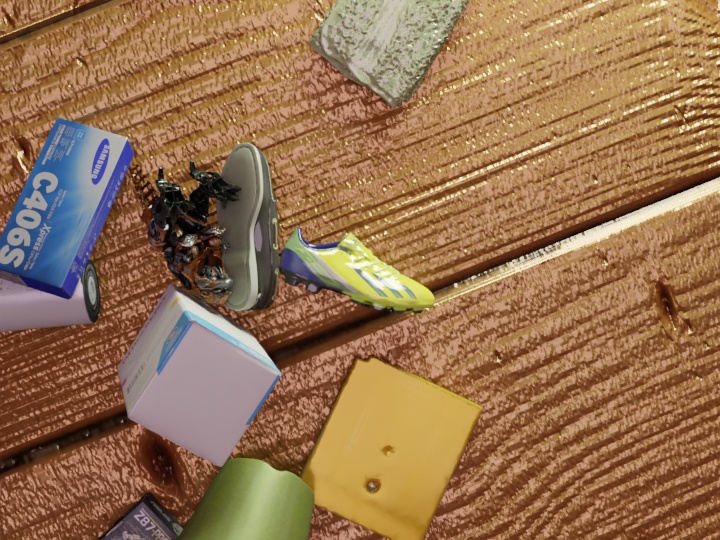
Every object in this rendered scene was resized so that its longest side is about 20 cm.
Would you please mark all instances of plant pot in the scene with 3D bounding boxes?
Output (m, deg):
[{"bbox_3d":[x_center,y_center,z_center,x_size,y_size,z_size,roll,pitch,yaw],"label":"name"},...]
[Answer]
[{"bbox_3d":[-0.140,0.331,1.173,0.199,0.200,0.191,22,56,-3],"label":"plant pot"}]

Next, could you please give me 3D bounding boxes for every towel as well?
[{"bbox_3d":[0.045,-0.317,1.229,0.148,0.036,0.201,33,91,-4],"label":"towel"}]

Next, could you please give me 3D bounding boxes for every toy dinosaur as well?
[{"bbox_3d":[-0.220,-0.052,1.198,0.199,0.102,0.136,34,131,4],"label":"toy dinosaur"}]

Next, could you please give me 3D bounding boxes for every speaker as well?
[{"bbox_3d":[-0.423,0.033,1.208,0.198,0.081,0.082,-6,93,-2],"label":"speaker"}]

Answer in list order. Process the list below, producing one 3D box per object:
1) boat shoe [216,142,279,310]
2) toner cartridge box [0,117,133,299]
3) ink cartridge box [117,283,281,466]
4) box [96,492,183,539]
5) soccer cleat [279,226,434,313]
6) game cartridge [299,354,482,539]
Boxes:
[{"bbox_3d":[-0.133,-0.052,1.227,0.071,0.060,0.203,1,89,38],"label":"boat shoe"},{"bbox_3d":[-0.351,-0.075,1.182,0.094,0.043,0.201,16,71,5],"label":"toner cartridge box"},{"bbox_3d":[-0.195,0.113,1.173,0.125,0.200,0.129,33,91,-21],"label":"ink cartridge box"},{"bbox_3d":[-0.259,0.406,1.250,0.161,0.049,0.200,-43,94,2],"label":"box"},{"bbox_3d":[0.000,0.000,1.231,0.199,0.065,0.084,15,88,-3],"label":"soccer cleat"},{"bbox_3d":[0.035,0.226,1.262,0.175,0.032,0.201,26,89,-3],"label":"game cartridge"}]
